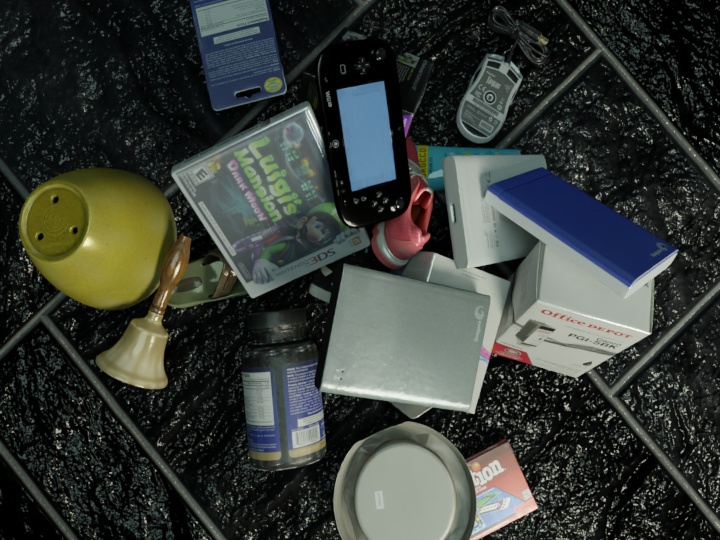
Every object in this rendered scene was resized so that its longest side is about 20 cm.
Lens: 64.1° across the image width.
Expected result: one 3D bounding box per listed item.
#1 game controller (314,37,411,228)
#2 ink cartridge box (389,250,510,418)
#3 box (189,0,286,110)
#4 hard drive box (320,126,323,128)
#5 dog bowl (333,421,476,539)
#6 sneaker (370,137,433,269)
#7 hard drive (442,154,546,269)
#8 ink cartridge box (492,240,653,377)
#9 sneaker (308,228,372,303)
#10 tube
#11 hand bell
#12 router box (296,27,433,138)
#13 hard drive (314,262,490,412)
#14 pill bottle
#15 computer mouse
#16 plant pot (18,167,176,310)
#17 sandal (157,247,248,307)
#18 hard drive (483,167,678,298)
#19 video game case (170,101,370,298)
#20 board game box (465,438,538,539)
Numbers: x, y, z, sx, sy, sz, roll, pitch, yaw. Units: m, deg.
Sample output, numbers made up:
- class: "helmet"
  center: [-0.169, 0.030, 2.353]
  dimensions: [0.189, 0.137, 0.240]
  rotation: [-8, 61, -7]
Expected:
- class: "game controller"
  center: [0.005, -0.155, 0.664]
  dimensions: [0.102, 0.042, 0.207]
  rotation: [-20, 111, -31]
- class: "ink cartridge box"
  center: [0.095, 0.089, 0.776]
  dimensions: [0.122, 0.128, 0.207]
  rotation: [17, 89, -19]
- class: "box"
  center: [-0.182, -0.345, 0.856]
  dimensions: [0.117, 0.032, 0.207]
  rotation: [-12, 86, 0]
- class: "hard drive box"
  center: [-0.112, -0.121, 0.786]
  dimensions: [0.193, 0.156, 0.080]
  rotation: [-15, 88, 1]
- class: "dog bowl"
  center: [0.061, 0.316, 0.800]
  dimensions: [0.192, 0.059, 0.208]
  rotation: [-2, 76, 6]
- class: "sneaker"
  center: [0.069, -0.104, 0.766]
  dimensions: [0.072, 0.086, 0.207]
  rotation: [21, 59, -32]
- class: "hard drive"
  center: [0.187, -0.082, 0.753]
  dimensions: [0.196, 0.026, 0.137]
  rotation: [-9, 92, -40]
- class: "ink cartridge box"
  center: [0.261, 0.058, 0.747]
  dimensions: [0.142, 0.201, 0.085]
  rotation: [15, 65, 2]
- class: "sneaker"
  center: [0.000, 0.000, 0.768]
  dimensions: [0.072, 0.198, 0.116]
  rotation: [17, 91, -37]
- class: "tube"
  center: [0.133, -0.150, 0.843]
  dimensions: [0.192, 0.050, 0.081]
  rotation: [0, 81, 6]
- class: "hand bell"
  center: [-0.281, 0.047, 0.804]
  dimensions: [0.101, 0.104, 0.206]
  rotation: [22, 90, 1]
- class: "router box"
  center: [0.014, -0.254, 0.776]
  dimensions: [0.145, 0.202, 0.052]
  rotation: [21, 130, 1]
- class: "hard drive"
  center: [0.053, 0.081, 0.676]
  dimensions: [0.194, 0.033, 0.145]
  rotation: [12, 90, -20]
- class: "pill bottle"
  center: [-0.108, 0.159, 0.798]
  dimensions: [0.108, 0.112, 0.208]
  rotation: [-5, 88, 0]
- class: "computer mouse"
  center: [0.196, -0.277, 0.847]
  dimensions: [0.108, 0.044, 0.204]
  rotation: [30, 83, -3]
- class: "plant pot"
  center: [-0.370, -0.053, 0.781]
  dimensions: [0.192, 0.142, 0.208]
  rotation: [-1, 84, 6]
- class: "sandal"
  center: [-0.203, 0.005, 0.829]
  dimensions: [0.195, 0.057, 0.082]
  rotation: [-22, 83, 2]
- class: "hard drive"
  center: [0.260, -0.055, 0.686]
  dimensions: [0.130, 0.026, 0.199]
  rotation: [-20, 49, -38]
- class: "video game case"
  center: [-0.102, -0.076, 0.703]
  dimensions: [0.177, 0.024, 0.203]
  rotation: [-23, 125, 6]
- class: "board game box"
  center: [0.148, 0.338, 0.835]
  dimensions: [0.195, 0.019, 0.105]
  rotation: [-27, 87, 0]
